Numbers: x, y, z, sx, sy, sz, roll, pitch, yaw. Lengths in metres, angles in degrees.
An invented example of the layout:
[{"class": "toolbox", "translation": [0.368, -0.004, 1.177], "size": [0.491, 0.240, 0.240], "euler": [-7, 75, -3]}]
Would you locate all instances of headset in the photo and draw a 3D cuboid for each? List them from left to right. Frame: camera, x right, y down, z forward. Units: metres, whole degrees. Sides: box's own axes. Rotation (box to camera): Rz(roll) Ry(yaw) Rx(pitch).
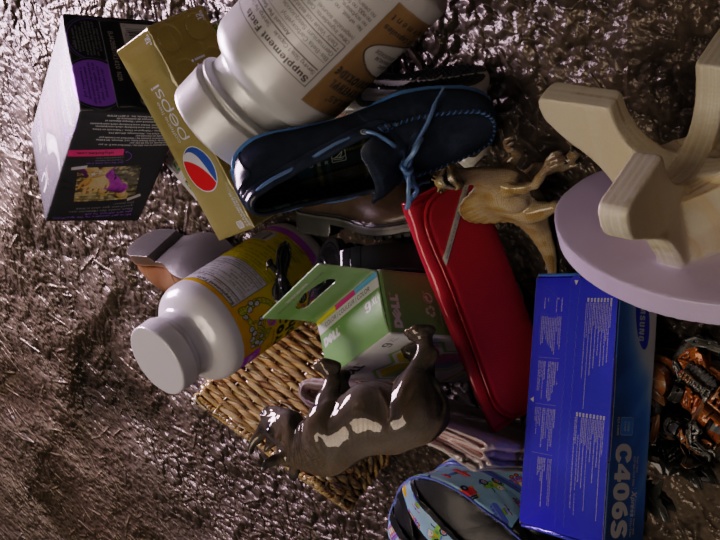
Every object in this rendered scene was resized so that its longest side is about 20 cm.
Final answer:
[{"class": "headset", "translation": [0.000, 0.000, 0.934], "size": [0.200, 0.123, 0.094], "euler": [-14, 68, 34]}]

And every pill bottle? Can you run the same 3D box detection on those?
[{"class": "pill bottle", "translation": [-0.125, 0.039, 1.020], "size": [0.104, 0.200, 0.104], "euler": [26, 134, 31]}, {"class": "pill bottle", "translation": [-0.042, -0.172, 0.784], "size": [0.200, 0.114, 0.114], "euler": [-41, 85, 19]}]

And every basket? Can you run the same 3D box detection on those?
[{"class": "basket", "translation": [-0.052, 0.146, 1.135], "size": [0.200, 0.149, 0.143], "euler": [29, 168, 29]}]

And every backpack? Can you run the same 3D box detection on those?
[{"class": "backpack", "translation": [0.130, 0.255, 0.968], "size": [0.200, 0.135, 0.183], "euler": [36, 139, 20]}]

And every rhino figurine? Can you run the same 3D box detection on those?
[{"class": "rhino figurine", "translation": [-0.015, 0.116, 0.817], "size": [0.200, 0.060, 0.088], "euler": [-23, 61, 27]}]

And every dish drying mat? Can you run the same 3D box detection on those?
[{"class": "dish drying mat", "translation": [0.098, 0.025, 0.829], "size": [0.018, 0.077, 0.200], "euler": [-6, 110, 57]}]

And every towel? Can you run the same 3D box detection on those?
[{"class": "towel", "translation": [0.074, 0.137, 0.912], "size": [0.191, 0.200, 0.032], "euler": [17, 90, 36]}]

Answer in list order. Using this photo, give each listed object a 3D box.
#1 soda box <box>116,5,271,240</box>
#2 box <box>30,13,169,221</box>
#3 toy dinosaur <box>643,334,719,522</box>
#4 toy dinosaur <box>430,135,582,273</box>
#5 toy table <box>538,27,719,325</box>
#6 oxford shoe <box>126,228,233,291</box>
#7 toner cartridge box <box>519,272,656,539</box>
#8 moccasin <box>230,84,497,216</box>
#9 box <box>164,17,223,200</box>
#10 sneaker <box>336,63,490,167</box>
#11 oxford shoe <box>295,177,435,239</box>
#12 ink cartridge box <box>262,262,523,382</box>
[{"class": "soda box", "translation": [-0.139, -0.134, 0.956], "size": [0.064, 0.068, 0.200], "euler": [-16, 105, 50]}, {"class": "box", "translation": [-0.265, -0.151, 1.070], "size": [0.200, 0.106, 0.122], "euler": [-49, 50, 51]}, {"class": "toy dinosaur", "translation": [0.241, 0.106, 0.805], "size": [0.200, 0.102, 0.136], "euler": [-142, 49, -59]}, {"class": "toy dinosaur", "translation": [0.128, -0.055, 0.792], "size": [0.101, 0.200, 0.058], "euler": [-28, 53, 26]}, {"class": "toy table", "translation": [0.209, -0.056, 0.648], "size": [0.200, 0.184, 0.117], "euler": [6, 139, 30]}, {"class": "oxford shoe", "translation": [-0.186, 0.001, 1.170], "size": [0.200, 0.071, 0.071], "euler": [14, 137, 51]}, {"class": "toner cartridge box", "translation": [0.173, 0.103, 0.793], "size": [0.095, 0.043, 0.200], "euler": [-1, 83, 58]}, {"class": "moccasin", "translation": [0.008, -0.075, 0.761], "size": [0.068, 0.200, 0.081], "euler": [-105, -4, -48]}, {"class": "box", "translation": [-0.136, -0.144, 1.030], "size": [0.110, 0.035, 0.200], "euler": [49, 141, 7]}, {"class": "sneaker", "translation": [0.021, -0.121, 0.856], "size": [0.200, 0.074, 0.080], "euler": [9, 126, 42]}, {"class": "oxford shoe", "translation": [0.018, -0.072, 0.899], "size": [0.200, 0.073, 0.085], "euler": [5, 106, 36]}, {"class": "ink cartridge box", "translation": [0.032, 0.049, 0.868], "size": [0.104, 0.200, 0.059], "euler": [-40, 52, 49]}]
